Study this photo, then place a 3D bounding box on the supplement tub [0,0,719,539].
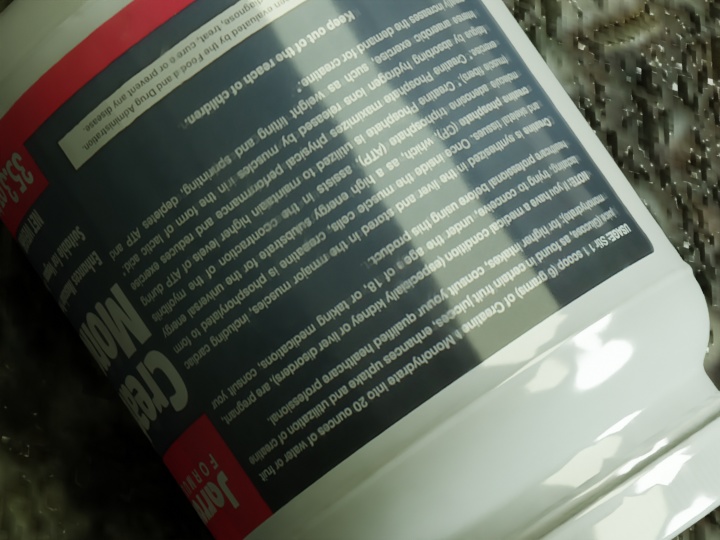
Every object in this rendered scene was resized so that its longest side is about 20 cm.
[{"bbox_3d":[0.000,0.000,0.752,0.140,0.140,0.200,-29,82,-38],"label":"supplement tub"}]
